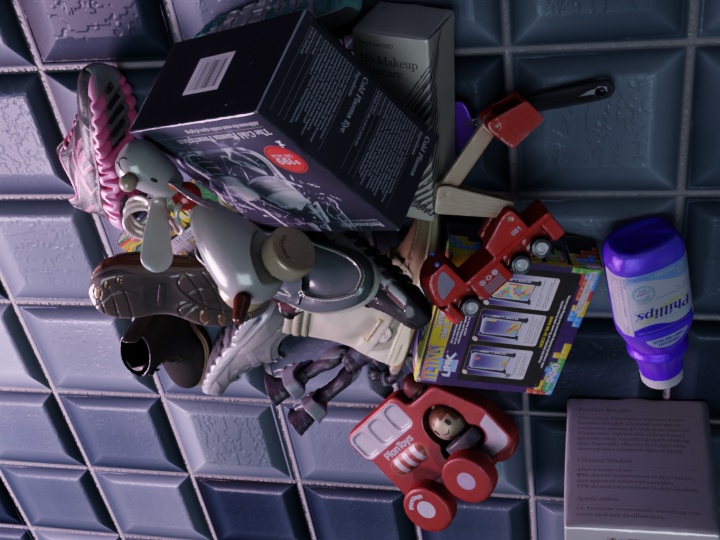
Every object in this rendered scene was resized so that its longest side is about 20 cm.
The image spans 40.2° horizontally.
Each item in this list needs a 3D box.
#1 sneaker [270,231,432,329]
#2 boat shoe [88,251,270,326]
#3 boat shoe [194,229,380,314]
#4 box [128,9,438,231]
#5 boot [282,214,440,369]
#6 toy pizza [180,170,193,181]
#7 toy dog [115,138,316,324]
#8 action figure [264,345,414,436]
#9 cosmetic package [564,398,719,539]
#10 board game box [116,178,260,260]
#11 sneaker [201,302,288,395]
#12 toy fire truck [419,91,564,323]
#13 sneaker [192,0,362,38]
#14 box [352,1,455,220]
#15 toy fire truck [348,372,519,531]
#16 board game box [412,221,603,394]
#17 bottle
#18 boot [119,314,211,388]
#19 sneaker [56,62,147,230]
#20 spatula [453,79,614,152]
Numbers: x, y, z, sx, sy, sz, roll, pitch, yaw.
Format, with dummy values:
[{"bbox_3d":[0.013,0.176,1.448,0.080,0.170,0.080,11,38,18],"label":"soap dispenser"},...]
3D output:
[{"bbox_3d":[-0.024,0.021,1.009,0.200,0.076,0.116,43,101,28],"label":"sneaker"},{"bbox_3d":[-0.198,0.011,1.094,0.200,0.072,0.076,8,119,-19],"label":"boat shoe"},{"bbox_3d":[-0.076,-0.003,0.965,0.200,0.073,0.062,12,177,31],"label":"boat shoe"},{"bbox_3d":[-0.069,-0.122,0.885,0.200,0.104,0.182,2,154,48],"label":"box"},{"bbox_3d":[0.000,0.000,1.076,0.154,0.072,0.200,16,113,2],"label":"boot"},{"bbox_3d":[-0.127,-0.077,1.093,0.200,0.032,0.200,7,133,7],"label":"toy pizza"},{"bbox_3d":[-0.143,-0.023,0.885,0.200,0.096,0.132,24,133,0],"label":"toy dog"},{"bbox_3d":[-0.017,0.107,1.180,0.200,0.069,0.130,-34,107,8],"label":"action figure"},{"bbox_3d":[0.327,0.277,1.160,0.167,0.200,0.166,0,128,15],"label":"cosmetic package"},{"bbox_3d":[-0.173,-0.048,1.095,0.200,0.023,0.105,-31,117,34],"label":"board game box"},{"bbox_3d":[-0.135,0.102,1.217,0.082,0.075,0.200,25,135,-16],"label":"sneaker"},{"bbox_3d":[0.119,-0.058,0.957,0.200,0.049,0.141,-41,109,11],"label":"toy fire truck"},{"bbox_3d":[-0.073,-0.216,0.947,0.200,0.078,0.091,-13,131,34],"label":"sneaker"},{"bbox_3d":[0.046,-0.152,0.956,0.082,0.068,0.200,12,132,23],"label":"box"},{"bbox_3d":[0.093,0.216,1.242,0.168,0.112,0.200,44,127,2],"label":"toy fire truck"},{"bbox_3d":[0.156,0.047,1.091,0.165,0.057,0.200,8,131,-5],"label":"board game box"},{"bbox_3d":[0.311,0.041,1.052,0.083,0.065,0.200,-21,124,-2],"label":"bottle"},{"bbox_3d":[-0.246,0.105,1.205,0.077,0.138,0.200,2,130,13],"label":"boot"},{"bbox_3d":[-0.293,-0.136,1.069,0.095,0.079,0.200,17,131,16],"label":"sneaker"},{"bbox_3d":[0.148,-0.157,0.965,0.200,0.021,0.057,-12,119,22],"label":"spatula"}]
